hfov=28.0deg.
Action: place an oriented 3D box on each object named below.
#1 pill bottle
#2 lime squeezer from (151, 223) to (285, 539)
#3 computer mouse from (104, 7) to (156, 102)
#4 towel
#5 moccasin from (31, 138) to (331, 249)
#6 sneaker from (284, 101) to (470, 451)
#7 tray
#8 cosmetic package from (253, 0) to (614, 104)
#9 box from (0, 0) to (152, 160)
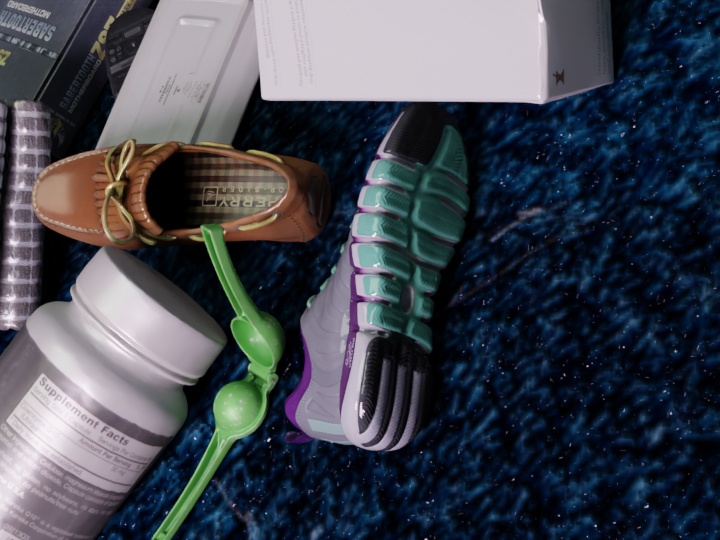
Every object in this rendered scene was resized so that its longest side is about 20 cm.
[{"bbox_3d":[-0.176,0.092,0.867,0.200,0.113,0.113,-52,44,3],"label":"pill bottle"},{"bbox_3d":[-0.075,0.067,0.833,0.038,0.071,0.201,21,111,23],"label":"lime squeezer"},{"bbox_3d":[-0.144,-0.108,1.022,0.058,0.034,0.201,-21,57,11],"label":"computer mouse"},{"bbox_3d":[-0.297,-0.046,1.047,0.200,0.085,0.166,9,97,48],"label":"towel"},{"bbox_3d":[-0.120,-0.046,0.890,0.201,0.078,0.074,8,84,25],"label":"moccasin"},{"bbox_3d":[0.000,0.000,0.799,0.087,0.074,0.201,-7,62,44],"label":"sneaker"},{"bbox_3d":[-0.127,-0.118,0.987,0.107,0.022,0.201,10,68,26],"label":"tray"},{"bbox_3d":[0.037,-0.153,0.809,0.199,0.081,0.113,7,107,36],"label":"cosmetic package"},{"bbox_3d":[-0.267,-0.186,1.155,0.200,0.051,0.158,24,84,46],"label":"box"}]
